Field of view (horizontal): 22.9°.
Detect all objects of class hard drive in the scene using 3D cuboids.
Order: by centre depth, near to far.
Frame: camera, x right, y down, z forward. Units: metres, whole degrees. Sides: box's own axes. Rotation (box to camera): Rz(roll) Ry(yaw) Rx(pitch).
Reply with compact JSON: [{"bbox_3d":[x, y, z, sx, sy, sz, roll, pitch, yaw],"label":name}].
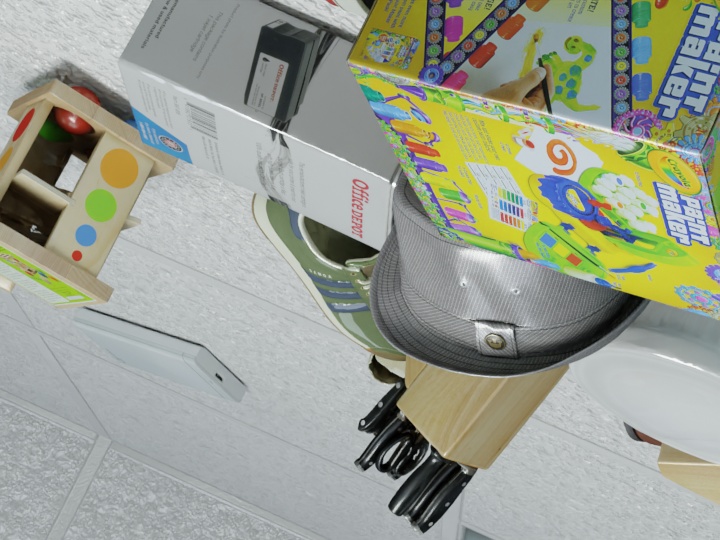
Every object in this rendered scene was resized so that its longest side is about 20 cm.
[{"bbox_3d":[-0.255,0.108,2.255,0.199,0.027,0.132,16,161,31],"label":"hard drive"}]

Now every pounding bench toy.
[{"bbox_3d":[-0.267,-0.066,1.520,0.124,0.157,0.200,32,163,-23],"label":"pounding bench toy"}]

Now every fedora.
[{"bbox_3d":[0.088,-0.026,1.103,0.199,0.177,0.090,15,149,30],"label":"fedora"}]

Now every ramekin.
[{"bbox_3d":[0.255,0.063,1.249,0.202,0.095,0.202,24,163,8],"label":"ramekin"}]

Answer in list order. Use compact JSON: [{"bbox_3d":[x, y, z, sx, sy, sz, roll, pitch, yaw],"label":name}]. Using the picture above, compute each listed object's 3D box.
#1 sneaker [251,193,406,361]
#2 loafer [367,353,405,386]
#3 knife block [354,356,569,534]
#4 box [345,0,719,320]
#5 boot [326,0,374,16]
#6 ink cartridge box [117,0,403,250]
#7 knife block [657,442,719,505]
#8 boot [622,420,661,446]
[{"bbox_3d":[0.000,0.000,1.443,0.200,0.067,0.090,47,157,-18],"label":"sneaker"},{"bbox_3d":[0.056,0.066,1.595,0.075,0.068,0.200,27,163,-5],"label":"loafer"},{"bbox_3d":[0.090,0.118,1.417,0.199,0.176,0.064,-9,161,36],"label":"knife block"},{"bbox_3d":[0.125,-0.085,0.942,0.192,0.122,0.200,18,161,25],"label":"box"},{"bbox_3d":[-0.068,-0.211,0.947,0.144,0.073,0.200,21,166,22],"label":"boot"},{"bbox_3d":[-0.052,-0.106,1.205,0.199,0.084,0.145,25,164,7],"label":"ink cartridge box"},{"bbox_3d":[0.347,0.134,1.321,0.199,0.064,0.176,27,144,-8],"label":"knife block"},{"bbox_3d":[0.325,0.138,1.426,0.199,0.069,0.188,6,146,39],"label":"boot"}]
